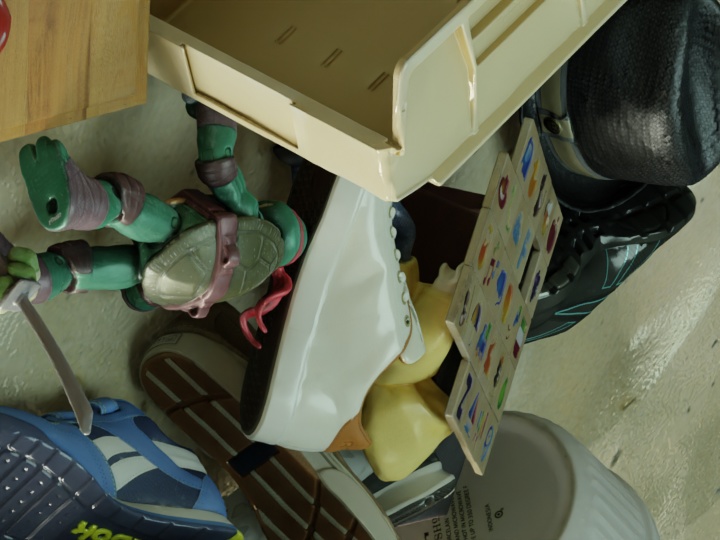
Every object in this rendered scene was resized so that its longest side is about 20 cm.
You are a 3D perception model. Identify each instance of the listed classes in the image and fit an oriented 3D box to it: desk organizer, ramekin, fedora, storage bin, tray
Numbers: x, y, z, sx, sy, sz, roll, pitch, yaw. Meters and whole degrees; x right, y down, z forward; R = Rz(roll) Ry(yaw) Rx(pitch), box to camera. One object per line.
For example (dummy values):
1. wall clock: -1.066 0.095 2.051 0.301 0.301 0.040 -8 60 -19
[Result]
1. desk organizer: 0.033 0.046 1.634 0.072 0.077 0.200 -4 115 -59
2. ramekin: 0.079 0.177 1.698 0.202 0.202 0.094 -50 135 -18
3. fedora: 0.184 -0.123 1.686 0.201 0.092 0.201 -25 125 -42
4. storage bin: 0.003 -0.156 1.325 0.199 0.200 0.094 -45 146 -26
5. tray: -0.144 -0.159 1.247 0.099 0.037 0.200 -18 128 -32

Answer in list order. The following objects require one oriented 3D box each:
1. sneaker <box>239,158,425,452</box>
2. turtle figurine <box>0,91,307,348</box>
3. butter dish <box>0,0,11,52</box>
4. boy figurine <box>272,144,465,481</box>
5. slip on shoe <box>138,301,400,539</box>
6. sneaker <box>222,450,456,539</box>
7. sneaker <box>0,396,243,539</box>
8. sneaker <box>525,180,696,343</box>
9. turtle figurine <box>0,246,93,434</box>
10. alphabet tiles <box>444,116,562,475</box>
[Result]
1. sneaker: 0.000 0.000 1.445 0.085 0.073 0.200 13 99 -18
2. turtle figurine: -0.094 -0.026 1.371 0.200 0.101 0.150 -4 127 -45
3. butter dish: -0.274 -0.081 1.051 0.199 0.148 0.200 41 73 -13
4. boy figurine: 0.013 0.018 1.507 0.064 0.124 0.200 -27 106 -48
5. slip on shoe: -0.039 0.101 1.509 0.076 0.200 0.061 -34 -166 42
6. sneaker: -0.056 0.122 1.582 0.200 0.115 0.076 -26 171 -1
7. sneaker: -0.150 0.107 1.433 0.074 0.082 0.200 -37 140 21
8. sneaker: 0.138 -0.011 1.768 0.200 0.075 0.079 -28 151 -37
9. turtle figurine: -0.203 -0.012 1.165 0.144 0.200 0.194 -10 101 -16
10. alphabet tiles: 0.078 0.013 1.531 0.200 0.008 0.167 61 46 -69
